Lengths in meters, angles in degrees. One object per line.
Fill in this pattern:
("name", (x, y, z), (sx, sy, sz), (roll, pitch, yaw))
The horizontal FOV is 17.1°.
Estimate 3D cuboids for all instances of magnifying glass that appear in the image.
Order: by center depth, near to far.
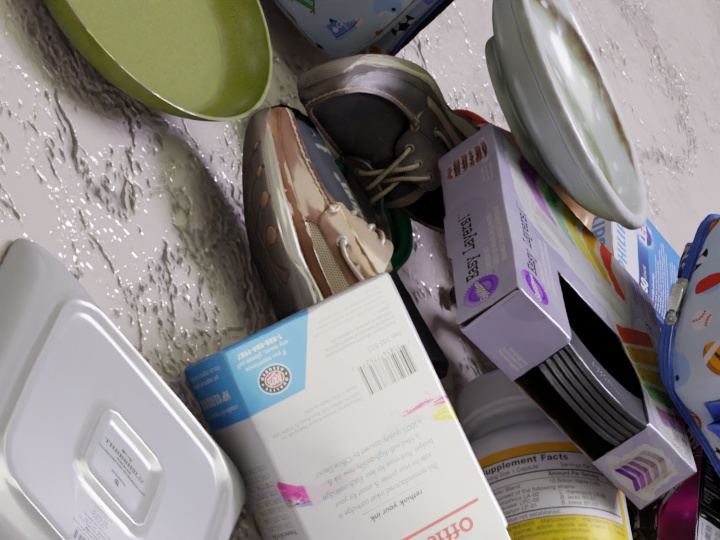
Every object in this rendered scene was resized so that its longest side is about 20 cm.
("magnifying glass", (0.000, 0.000, 1.531), (0.080, 0.022, 0.201), (47, 30, -31))

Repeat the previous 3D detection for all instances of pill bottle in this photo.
("pill bottle", (0.112, 0.164, 1.488), (0.113, 0.112, 0.201), (31, 43, -46))

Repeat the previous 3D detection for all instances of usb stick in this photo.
("usb stick", (-0.006, -0.014, 1.481), (0.055, 0.033, 0.201), (5, 52, -61))

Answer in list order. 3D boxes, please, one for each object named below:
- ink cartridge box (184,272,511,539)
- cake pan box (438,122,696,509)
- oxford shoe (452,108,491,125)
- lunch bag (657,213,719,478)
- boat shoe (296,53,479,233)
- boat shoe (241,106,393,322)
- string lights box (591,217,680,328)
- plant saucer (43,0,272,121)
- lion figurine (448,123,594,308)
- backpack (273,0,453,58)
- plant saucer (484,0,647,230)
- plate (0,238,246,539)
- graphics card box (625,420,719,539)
("ink cartridge box", (0.000, 0.117, 1.327), (0.115, 0.068, 0.201), (-25, 90, -25))
("cake pan box", (0.125, 0.028, 1.479), (0.184, 0.052, 0.200), (44, 22, -25))
("oxford shoe", (0.110, -0.031, 1.718), (0.200, 0.071, 0.073), (55, 1, -13))
("lunch bag", (0.257, 0.066, 1.517), (0.200, 0.075, 0.161), (53, 45, -35))
("boat shoe", (0.029, -0.078, 1.543), (0.200, 0.074, 0.074), (27, 46, -53))
("boat shoe", (-0.018, -0.002, 1.418), (0.076, 0.071, 0.201), (155, -80, -73))
("string lights box", (0.226, 0.034, 1.850), (0.200, 0.059, 0.103), (47, 32, -31))
("plant saucer", (-0.131, -0.168, 1.409), (0.200, 0.031, 0.201), (37, 35, -32))
("lion figurine", (0.130, -0.014, 1.650), (0.122, 0.072, 0.201), (9, 95, -29))
("backpack", (-0.003, -0.246, 1.570), (0.191, 0.200, 0.154), (48, 28, -3))
("plant saucer", (0.126, -0.112, 1.568), (0.201, 0.050, 0.201), (56, 19, -30))
("plate", (-0.130, 0.104, 1.205), (0.200, 0.032, 0.200), (52, 30, -23))
("graphics card box", (0.180, 0.146, 1.560), (0.051, 0.125, 0.201), (34, 56, -45))
